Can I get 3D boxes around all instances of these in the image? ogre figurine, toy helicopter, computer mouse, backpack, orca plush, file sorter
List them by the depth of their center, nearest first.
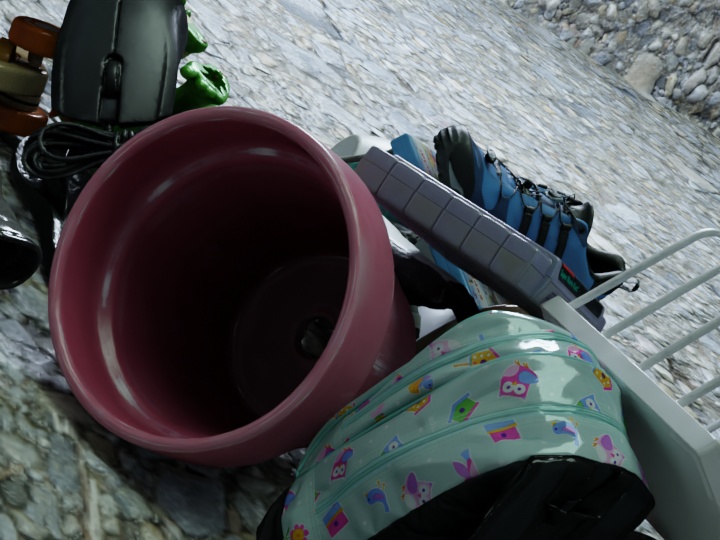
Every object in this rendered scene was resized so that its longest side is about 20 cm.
[{"bbox_3d":[0.053,0.118,0.965,0.167,0.200,0.127,16,45,-40],"label":"backpack"},{"bbox_3d":[0.210,0.082,1.000,0.139,0.124,0.200,64,-6,-26],"label":"file sorter"},{"bbox_3d":[0.000,0.000,1.220,0.200,0.071,0.105,35,12,27],"label":"orca plush"},{"bbox_3d":[-0.160,-0.146,1.249,0.138,0.053,0.200,-2,47,-4],"label":"computer mouse"},{"bbox_3d":[-0.305,-0.172,1.344,0.132,0.079,0.200,12,17,-33],"label":"toy helicopter"},{"bbox_3d":[-0.161,-0.127,1.355,0.098,0.120,0.200,24,29,-57],"label":"ogre figurine"}]

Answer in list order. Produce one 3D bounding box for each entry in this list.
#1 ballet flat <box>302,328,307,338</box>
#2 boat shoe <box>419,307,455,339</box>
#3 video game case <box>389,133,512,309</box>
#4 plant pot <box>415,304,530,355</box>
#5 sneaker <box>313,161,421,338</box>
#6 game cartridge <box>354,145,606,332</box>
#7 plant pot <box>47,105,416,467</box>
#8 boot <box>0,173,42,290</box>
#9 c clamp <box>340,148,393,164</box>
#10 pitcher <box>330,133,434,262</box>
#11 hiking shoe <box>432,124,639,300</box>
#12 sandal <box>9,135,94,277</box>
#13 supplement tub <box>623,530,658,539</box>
[{"bbox_3d":[-0.061,-0.013,1.341,0.069,0.071,0.200,23,19,-17],"label":"ballet flat"},{"bbox_3d":[0.089,0.098,1.334,0.072,0.066,0.200,-20,46,-31],"label":"boat shoe"},{"bbox_3d":[0.089,-0.014,1.369,0.200,0.018,0.143,26,42,-64],"label":"video game case"},{"bbox_3d":[0.103,0.087,1.215,0.200,0.093,0.201,8,34,-6],"label":"plant pot"},{"bbox_3d":[0.011,-0.017,1.318,0.083,0.121,0.200,7,4,-10],"label":"sneaker"},{"bbox_3d":[0.081,-0.011,1.128,0.130,0.038,0.200,29,-2,23],"label":"game cartridge"},{"bbox_3d":[-0.056,0.026,1.081,0.200,0.200,0.179,45,4,28],"label":"plant pot"},{"bbox_3d":[-0.282,-0.061,1.070,0.200,0.070,0.132,14,32,-41],"label":"boot"},{"bbox_3d":[-0.084,-0.072,1.336,0.200,0.171,0.027,-16,94,-69],"label":"c clamp"},{"bbox_3d":[0.049,-0.011,1.460,0.200,0.121,0.172,40,6,-18],"label":"pitcher"},{"bbox_3d":[0.123,-0.043,1.329,0.200,0.087,0.074,50,21,-37],"label":"hiking shoe"},{"bbox_3d":[-0.185,-0.044,1.227,0.075,0.048,0.201,24,20,-32],"label":"sandal"},{"bbox_3d":[0.182,0.229,1.071,0.200,0.123,0.123,27,19,-23],"label":"supplement tub"}]
